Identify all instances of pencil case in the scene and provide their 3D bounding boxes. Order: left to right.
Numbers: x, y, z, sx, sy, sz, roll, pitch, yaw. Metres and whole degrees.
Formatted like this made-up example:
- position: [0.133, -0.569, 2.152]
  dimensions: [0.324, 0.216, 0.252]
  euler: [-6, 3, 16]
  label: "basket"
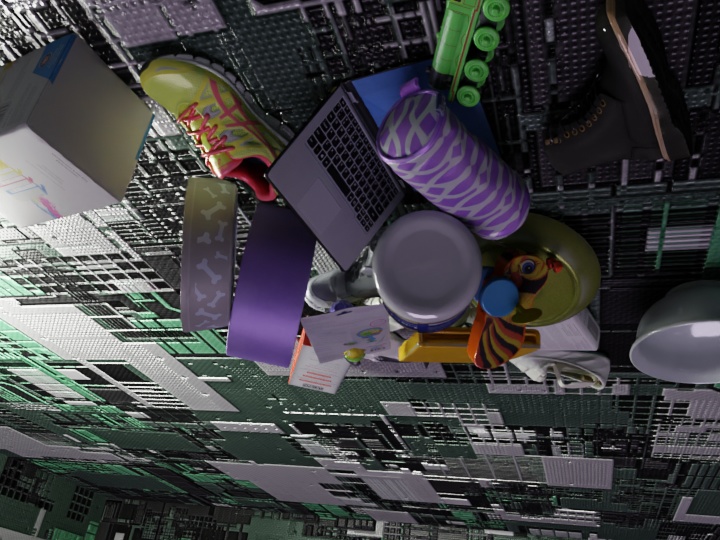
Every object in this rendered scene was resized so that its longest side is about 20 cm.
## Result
- position: [0.097, -0.104, 0.658]
  dimensions: [0.083, 0.087, 0.199]
  euler: [-19, 146, 32]
  label: "pencil case"

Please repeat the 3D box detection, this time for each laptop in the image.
- position: [0.036, -0.104, 0.698]
  dimensions: [0.115, 0.201, 0.188]
  euler: [29, 166, 39]
  label: "laptop"

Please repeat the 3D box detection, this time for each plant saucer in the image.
- position: [0.213, 0.011, 0.863]
  dimensions: [0.197, 0.031, 0.202]
  euler: [14, 138, 13]
  label: "plant saucer"

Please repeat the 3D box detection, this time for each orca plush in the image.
- position: [0.028, 0.104, 1.121]
  dimensions: [0.196, 0.071, 0.107]
  euler: [5, 106, -9]
  label: "orca plush"

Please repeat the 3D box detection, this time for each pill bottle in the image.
- position: [0.076, 0.011, 0.752]
  dimensions: [0.114, 0.118, 0.200]
  euler: [5, 170, 7]
  label: "pill bottle"

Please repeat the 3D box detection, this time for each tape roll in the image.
- position: [-0.113, 0.019, 0.853]
  dimensions: [0.084, 0.203, 0.201]
  euler: [11, 150, -6]
  label: "tape roll"

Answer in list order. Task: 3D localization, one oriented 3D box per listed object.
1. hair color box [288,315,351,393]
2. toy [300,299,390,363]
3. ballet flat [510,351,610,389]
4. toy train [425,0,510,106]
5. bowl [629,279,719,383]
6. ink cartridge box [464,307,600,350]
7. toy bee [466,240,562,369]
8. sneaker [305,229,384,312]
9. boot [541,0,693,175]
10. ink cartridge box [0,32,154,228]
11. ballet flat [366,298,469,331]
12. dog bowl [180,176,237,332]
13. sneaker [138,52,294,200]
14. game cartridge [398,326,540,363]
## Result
- position: [-0.071, 0.161, 1.216]
  dimensions: [0.100, 0.062, 0.201]
  euler: [13, 148, -7]
  label: "hair color box"
- position: [-0.017, 0.077, 0.922]
  dimensions: [0.113, 0.048, 0.201]
  euler: [-11, 153, -1]
  label: "toy"
- position: [0.327, 0.161, 1.104]
  dimensions: [0.196, 0.070, 0.070]
  euler: [10, 150, -1]
  label: "ballet flat"
- position: [0.097, -0.221, 0.542]
  dimensions: [0.056, 0.042, 0.201]
  euler: [18, 144, 4]
  label: "toy train"
- position: [0.473, 0.076, 0.898]
  dimensions: [0.197, 0.092, 0.202]
  euler: [6, 149, 4]
  label: "bowl"
- position: [0.247, 0.072, 1.009]
  dimensions: [0.198, 0.051, 0.161]
  euler: [-3, 149, 38]
  label: "ink cartridge box"
- position: [0.188, 0.021, 0.783]
  dimensions: [0.107, 0.132, 0.202]
  euler: [-1, 126, -6]
  label: "toy bee"
- position: [0.000, 0.000, 0.919]
  dimensions: [0.197, 0.076, 0.115]
  euler: [-7, 146, 16]
  label: "sneaker"
- position: [0.215, -0.154, 0.607]
  dimensions: [0.137, 0.078, 0.200]
  euler: [-9, 144, 36]
  label: "boot"
- position: [-0.355, -0.143, 0.719]
  dimensions: [0.197, 0.130, 0.125]
  euler: [-8, 146, 28]
  label: "ink cartridge box"
- position: [0.066, 0.053, 0.988]
  dimensions: [0.197, 0.070, 0.069]
  euler: [-6, 147, 30]
  label: "ballet flat"
- position: [-0.186, -0.021, 0.815]
  dimensions: [0.058, 0.203, 0.201]
  euler: [2, 151, -10]
  label: "dog bowl"
- position: [-0.147, -0.147, 0.694]
  dimensions: [0.199, 0.092, 0.078]
  euler: [32, 145, -31]
  label: "sneaker"
- position: [0.155, 0.115, 0.984]
  dimensions: [0.173, 0.033, 0.200]
  euler: [2, 167, -5]
  label: "game cartridge"
